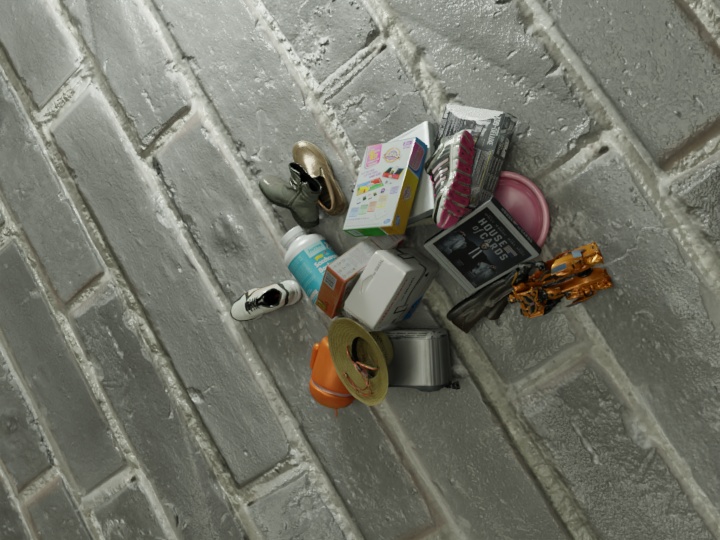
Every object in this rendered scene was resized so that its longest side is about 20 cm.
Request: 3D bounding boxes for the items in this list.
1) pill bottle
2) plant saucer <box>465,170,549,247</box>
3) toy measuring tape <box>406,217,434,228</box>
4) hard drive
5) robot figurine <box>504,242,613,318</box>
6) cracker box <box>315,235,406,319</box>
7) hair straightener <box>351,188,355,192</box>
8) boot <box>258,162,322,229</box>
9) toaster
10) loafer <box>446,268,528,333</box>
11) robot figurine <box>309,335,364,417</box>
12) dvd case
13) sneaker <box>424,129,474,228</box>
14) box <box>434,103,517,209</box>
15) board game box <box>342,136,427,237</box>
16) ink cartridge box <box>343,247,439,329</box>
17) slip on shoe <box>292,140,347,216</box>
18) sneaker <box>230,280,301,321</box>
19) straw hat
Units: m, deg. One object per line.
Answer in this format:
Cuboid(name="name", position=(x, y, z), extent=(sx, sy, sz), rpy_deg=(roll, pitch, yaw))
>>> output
Cuboid(name="pill bottle", position=(-0.099, -0.006, 1.735), extent=(0.111, 0.111, 0.200), rpy_deg=(-42, 77, 22))
Cuboid(name="plant saucer", position=(0.294, -0.104, 1.572), extent=(0.200, 0.051, 0.202), rpy_deg=(2, 95, 25))
Cuboid(name="toy measuring tape", position=(0.086, -0.118, 1.664), extent=(0.199, 0.074, 0.074), rpy_deg=(-8, 90, 21))
Cuboid(name="hard drive", position=(0.106, -0.199, 1.603), extent=(0.132, 0.026, 0.201), rpy_deg=(-22, 63, 43))
Cuboid(name="robot figurine", position=(0.385, 0.026, 1.494), extent=(0.199, 0.058, 0.145), rpy_deg=(-25, 126, 13))
Cuboid(name="cracker box", position=(0.000, 0.000, 1.618), extent=(0.058, 0.200, 0.134), rpy_deg=(42, 142, 18))
Cuboid(name="hair straightener", position=(0.066, -0.190, 1.674), extent=(0.199, 0.041, 0.077), rpy_deg=(-9, 83, 33))
Cuboid(name="boot", position=(-0.155, -0.197, 1.731), extent=(0.200, 0.068, 0.131), rpy_deg=(40, 143, 28))
Cuboid(name="toaster", position=(0.118, 0.191, 1.644), extent=(0.199, 0.113, 0.130), rpy_deg=(-2, 91, 31))
Cuboid(name="loafer", position=(0.276, 0.065, 1.590), extent=(0.200, 0.073, 0.071), rpy_deg=(-36, 91, 26))
Cuboid(name="robot figurine", position=(-0.051, 0.226, 1.729), extent=(0.143, 0.117, 0.201), rpy_deg=(17, 101, 2))
Cuboid(name="dvd case", position=(0.243, -0.046, 1.532), extent=(0.150, 0.025, 0.200), rpy_deg=(45, 136, -9))
Cuboid(name="sneaker", position=(0.168, -0.180, 1.510), extent=(0.087, 0.074, 0.201), rpy_deg=(4, 80, 43))
Cuboid(name="box", position=(0.218, -0.233, 1.557), extent=(0.157, 0.050, 0.201), rpy_deg=(20, 94, 43))
Cuboid(name="board game box", position=(0.051, -0.172, 1.582), extent=(0.153, 0.040, 0.201), rpy_deg=(0, 69, 48))
Cuboid(name="ink cartridge box", position=(0.069, 0.035, 1.607), extent=(0.084, 0.200, 0.146), rpy_deg=(36, 108, 19))
Cuboid(name="slip on shoe", position=(-0.102, -0.214, 1.747), extent=(0.076, 0.061, 0.201), rpy_deg=(-31, 80, 24))
Cuboid(name="sneaker", position=(-0.242, 0.073, 1.828), extent=(0.199, 0.080, 0.074), rpy_deg=(-23, 86, 27))
Cuboid(name="straw hat", position=(0.022, 0.174, 1.590), extent=(0.201, 0.085, 0.202), rpy_deg=(31, 133, 39))
